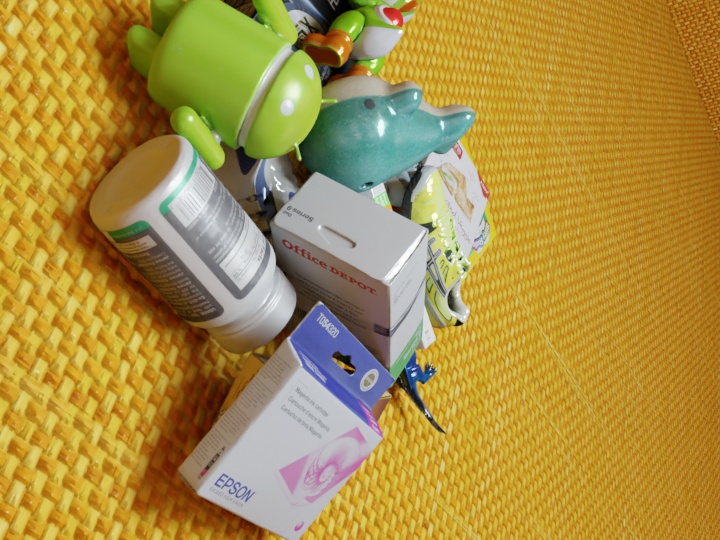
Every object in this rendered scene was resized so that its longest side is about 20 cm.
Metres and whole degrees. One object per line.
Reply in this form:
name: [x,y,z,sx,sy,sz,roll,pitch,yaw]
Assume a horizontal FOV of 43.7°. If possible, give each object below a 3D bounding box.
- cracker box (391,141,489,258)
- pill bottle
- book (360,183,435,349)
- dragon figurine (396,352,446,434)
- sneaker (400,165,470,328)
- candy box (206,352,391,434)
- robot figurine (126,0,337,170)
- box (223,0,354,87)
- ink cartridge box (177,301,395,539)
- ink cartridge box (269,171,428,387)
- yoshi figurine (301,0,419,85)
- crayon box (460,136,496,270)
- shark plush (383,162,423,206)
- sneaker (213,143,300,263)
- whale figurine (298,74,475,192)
cracker box: [0.103,-0.092,1.199,0.135,0.057,0.201,54,37,-25]
pill bottle: [-0.151,-0.019,0.850,0.201,0.112,0.114,54,41,-35]
book: [0.000,0.000,1.058,0.048,0.132,0.203,-35,112,-46]
dragon figurine: [0.050,0.125,1.171,0.099,0.058,0.203,-8,84,-55]
sneaker: [0.093,-0.026,1.049,0.075,0.075,0.203,-42,134,-49]
candy box: [-0.062,0.159,0.944,0.199,0.056,0.118,17,105,-55]
robot figurine: [-0.125,-0.186,0.868,0.198,0.116,0.177,30,71,-2]
box: [-0.080,-0.269,1.050,0.164,0.085,0.202,53,41,-34]
ink cartridge box: [-0.053,0.156,0.871,0.200,0.043,0.197,-49,143,-6]
ink cartridge box: [-0.008,0.014,0.949,0.084,0.145,0.201,-51,158,-29]
yoshi figurine: [0.001,-0.292,1.043,0.111,0.113,0.201,32,62,0]
crayon box: [0.127,-0.085,1.349,0.200,0.058,0.175,-46,121,-52]
shark plush: [0.040,-0.126,1.138,0.200,0.082,0.092,-57,149,-69]
sneaker: [-0.098,-0.087,0.994,0.115,0.079,0.203,-8,95,-61]
whale figurine: [0.030,-0.137,0.964,0.197,0.159,0.105,-1,68,-26]
